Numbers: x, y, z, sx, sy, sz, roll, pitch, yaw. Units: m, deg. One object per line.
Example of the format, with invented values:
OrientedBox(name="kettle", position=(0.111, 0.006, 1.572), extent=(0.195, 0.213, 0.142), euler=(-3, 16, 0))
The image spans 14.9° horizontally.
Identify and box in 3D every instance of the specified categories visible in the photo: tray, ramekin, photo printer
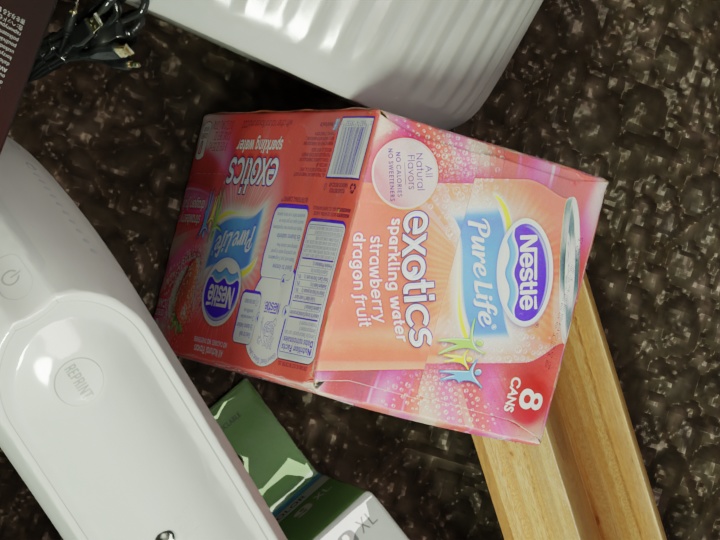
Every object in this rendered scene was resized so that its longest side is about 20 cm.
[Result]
OrientedBox(name="tray", position=(0.089, 0.100, 1.132), extent=(0.037, 0.099, 0.201), euler=(-14, 99, 24))
OrientedBox(name="ramekin", position=(-0.022, -0.128, 1.028), extent=(0.200, 0.200, 0.105), euler=(22, 93, -21))
OrientedBox(name="photo printer", position=(-0.101, 0.043, 0.986), extent=(0.069, 0.166, 0.200), euler=(-33, 124, -7))

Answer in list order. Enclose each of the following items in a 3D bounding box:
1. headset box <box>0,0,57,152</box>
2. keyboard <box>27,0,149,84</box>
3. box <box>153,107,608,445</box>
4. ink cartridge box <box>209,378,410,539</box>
OrientedBox(name="headset box", position=(-0.190, -0.011, 0.902), extent=(0.075, 0.148, 0.201), euler=(27, 69, -27))
OrientedBox(name="keyboard", position=(-0.140, -0.116, 0.984), extent=(0.021, 0.200, 0.127), euler=(-37, 104, -42))
OrientedBox(name="box", position=(0.000, 0.000, 1.034), extent=(0.094, 0.200, 0.103), euler=(16, 86, -21))
OrientedBox(name="ink cartridge box", position=(-0.015, 0.153, 1.110), extent=(0.104, 0.059, 0.200), euler=(-41, 105, -14))
